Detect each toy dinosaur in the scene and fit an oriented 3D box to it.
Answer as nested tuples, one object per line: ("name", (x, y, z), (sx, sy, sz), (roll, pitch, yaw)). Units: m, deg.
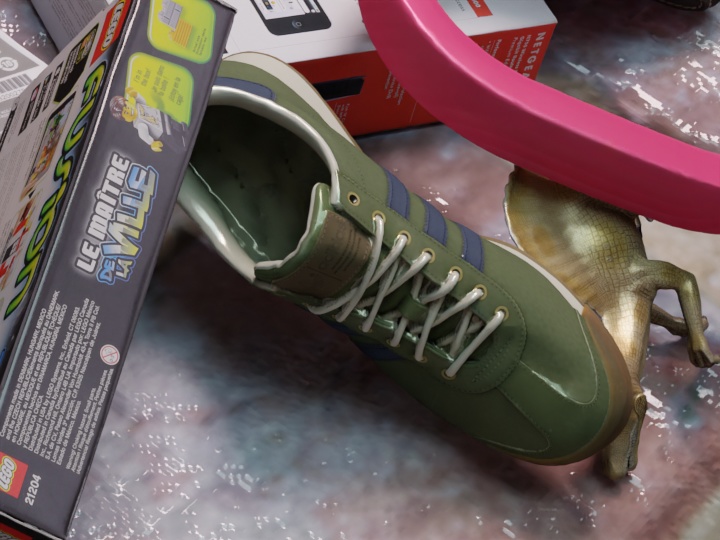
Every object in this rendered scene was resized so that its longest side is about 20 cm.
("toy dinosaur", (0.083, -0.024, 1.075), (0.101, 0.058, 0.200), (-3, 60, -44))

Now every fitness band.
("fitness band", (0.094, -0.089, 1.084), (0.200, 0.037, 0.144), (21, 52, -11))

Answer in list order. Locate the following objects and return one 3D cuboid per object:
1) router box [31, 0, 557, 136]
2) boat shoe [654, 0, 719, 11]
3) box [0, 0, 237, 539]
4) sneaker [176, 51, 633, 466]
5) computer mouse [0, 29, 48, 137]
("router box", (-0.047, -0.136, 1.167), (0.179, 0.049, 0.200), (-10, 51, -28))
("boat shoe", (0.077, -0.149, 1.179), (0.200, 0.067, 0.057), (37, 70, -38))
("box", (-0.102, 0.010, 0.924), (0.035, 0.110, 0.200), (28, 57, -19))
("sneaker", (0.000, 0.000, 1.006), (0.200, 0.067, 0.090), (42, 18, 13))
("computer mouse", (-0.171, -0.076, 1.070), (0.109, 0.044, 0.200), (-20, 52, -35))
